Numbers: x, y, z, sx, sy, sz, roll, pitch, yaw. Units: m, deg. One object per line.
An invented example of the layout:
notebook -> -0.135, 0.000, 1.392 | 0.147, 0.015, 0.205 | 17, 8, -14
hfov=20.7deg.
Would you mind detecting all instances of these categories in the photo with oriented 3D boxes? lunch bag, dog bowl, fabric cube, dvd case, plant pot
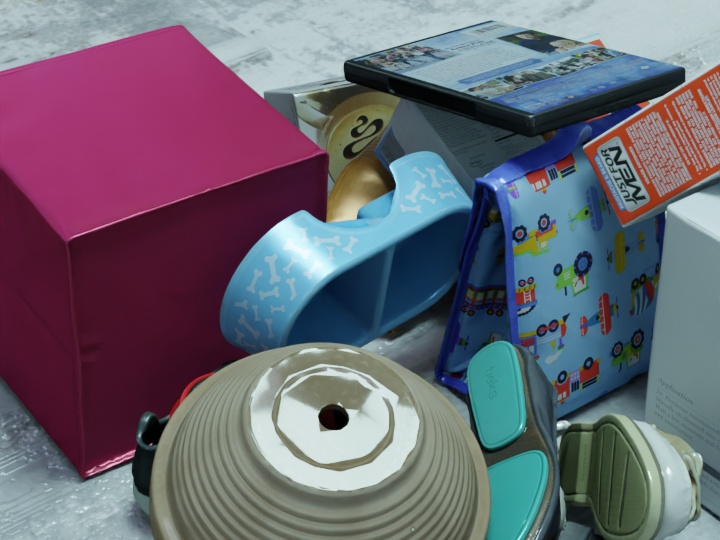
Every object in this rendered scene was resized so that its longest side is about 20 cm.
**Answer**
lunch bag -> 0.138, -0.012, 1.328 | 0.150, 0.201, 0.094 | -24, 42, -32
dog bowl -> 0.000, 0.000, 1.277 | 0.199, 0.112, 0.050 | -28, 56, -32
fabric cube -> -0.154, -0.018, 1.333 | 0.195, 0.201, 0.199 | -20, 42, -29
dvd case -> 0.102, -0.133, 1.341 | 0.142, 0.018, 0.199 | -20, 27, -33
plant pot -> -0.020, 0.108, 1.114 | 0.199, 0.093, 0.202 | 4, 49, -4

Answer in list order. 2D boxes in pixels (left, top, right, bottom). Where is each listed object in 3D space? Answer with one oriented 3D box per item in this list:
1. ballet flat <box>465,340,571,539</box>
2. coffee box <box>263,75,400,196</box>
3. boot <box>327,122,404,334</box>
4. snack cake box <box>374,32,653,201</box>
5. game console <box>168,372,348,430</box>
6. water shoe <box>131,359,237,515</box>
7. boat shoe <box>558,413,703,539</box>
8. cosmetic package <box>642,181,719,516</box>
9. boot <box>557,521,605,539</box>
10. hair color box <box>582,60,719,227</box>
ballet flat -> 0.101, 0.128, 1.215 | 0.072, 0.074, 0.201 | 2, 40, 1
coffee box -> 0.037, -0.100, 1.515 | 0.198, 0.114, 0.080 | -12, 10, -19
boot -> 0.063, -0.008, 1.440 | 0.200, 0.071, 0.145 | 35, 69, -6
snack cake box -> 0.123, -0.089, 1.415 | 0.199, 0.067, 0.115 | -20, 63, -36
game console -> -0.022, 0.150, 1.180 | 0.175, 0.031, 0.201 | 5, 50, -20
water shoe -> -0.061, 0.094, 1.275 | 0.071, 0.079, 0.199 | 29, 43, 34
boat shoe -> 0.172, 0.124, 1.184 | 0.068, 0.076, 0.200 | 7, 3, -7
cosmetic package -> 0.295, 0.034, 1.267 | 0.198, 0.201, 0.123 | -23, 41, -32
boot -> 0.189, 0.222, 1.114 | 0.198, 0.066, 0.165 | 17, 35, 15
hair color box -> 0.249, -0.104, 1.227 | 0.110, 0.199, 0.064 | -21, 83, -44
